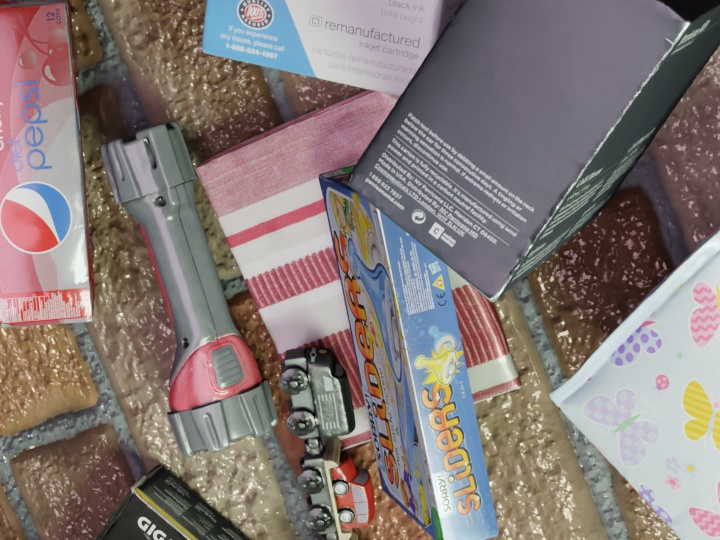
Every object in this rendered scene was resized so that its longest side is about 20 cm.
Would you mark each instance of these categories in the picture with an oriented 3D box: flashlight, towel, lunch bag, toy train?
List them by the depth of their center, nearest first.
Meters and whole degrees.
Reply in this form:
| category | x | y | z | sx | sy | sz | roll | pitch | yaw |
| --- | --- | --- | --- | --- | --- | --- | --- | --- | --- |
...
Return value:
| category | x | y | z | sx | sy | sz | roll | pitch | yaw |
| --- | --- | --- | --- | --- | --- | --- | --- | --- | --- |
| lunch bag | 0.236 | 0.055 | 1.268 | 0.170 | 0.127 | 0.200 | 46 | 126 | 7 |
| towel | 0.000 | 0.000 | 1.405 | 0.143 | 0.023 | 0.201 | -20 | 98 | 24 |
| toy train | -0.013 | 0.138 | 1.427 | 0.045 | 0.034 | 0.201 | -8 | 113 | 5 |
| flashlight | -0.110 | 0.011 | 1.432 | 0.067 | 0.068 | 0.201 | -17 | 94 | 16 |

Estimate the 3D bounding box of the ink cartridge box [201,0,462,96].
| category | x | y | z | sx | sy | sz | roll | pitch | yaw |
| --- | --- | --- | --- | --- | --- | --- | --- | --- | --- |
| ink cartridge box | -0.002 | -0.213 | 1.310 | 0.144 | 0.084 | 0.202 | 14 | 109 | 19 |

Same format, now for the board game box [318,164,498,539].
| category | x | y | z | sx | sy | sz | roll | pitch | yaw |
| --- | --- | --- | --- | --- | --- | --- | --- | --- | --- |
| board game box | 0.026 | 0.045 | 1.328 | 0.034 | 0.135 | 0.202 | -14 | 102 | -12 |

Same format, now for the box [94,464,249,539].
| category | x | y | z | sx | sy | sz | roll | pitch | yaw |
| --- | --- | --- | --- | --- | --- | --- | --- | --- | --- |
| box | -0.104 | 0.251 | 1.504 | 0.200 | 0.049 | 0.160 | 40 | 117 | 7 |

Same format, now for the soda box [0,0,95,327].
| category | x | y | z | sx | sy | sz | roll | pitch | yaw |
| --- | --- | --- | --- | --- | --- | --- | --- | --- | --- |
| soda box | -0.203 | -0.070 | 1.431 | 0.063 | 0.070 | 0.202 | -4 | 104 | -5 |

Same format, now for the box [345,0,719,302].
| category | x | y | z | sx | sy | sz | roll | pitch | yaw |
| --- | --- | --- | --- | --- | --- | --- | --- | --- | --- |
| box | 0.110 | -0.106 | 1.231 | 0.104 | 0.200 | 0.183 | 39 | 115 | 8 |
